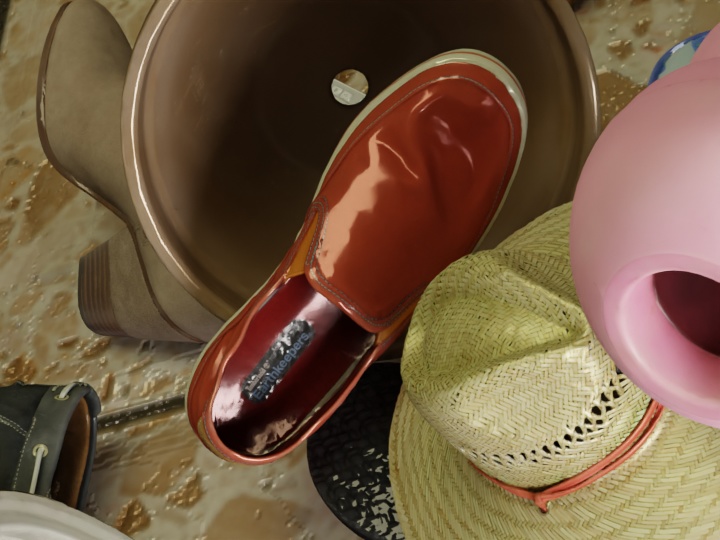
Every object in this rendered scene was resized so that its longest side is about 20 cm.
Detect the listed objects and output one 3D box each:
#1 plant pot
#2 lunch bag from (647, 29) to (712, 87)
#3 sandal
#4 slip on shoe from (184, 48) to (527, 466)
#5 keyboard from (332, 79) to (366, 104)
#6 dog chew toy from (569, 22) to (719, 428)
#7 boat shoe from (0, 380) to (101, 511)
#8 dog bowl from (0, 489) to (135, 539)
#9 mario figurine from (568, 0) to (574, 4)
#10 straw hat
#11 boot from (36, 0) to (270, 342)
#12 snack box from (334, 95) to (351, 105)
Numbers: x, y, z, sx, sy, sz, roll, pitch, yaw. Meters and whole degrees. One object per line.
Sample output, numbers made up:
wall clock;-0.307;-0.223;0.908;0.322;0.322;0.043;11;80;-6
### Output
plant pot;-0.003;-0.070;0.936;0.200;0.202;0.093;-30;18;5
lunch bag;0.182;-0.017;0.873;0.160;0.083;0.201;-8;48;31
sandal;0.058;0.100;0.878;0.199;0.045;0.075;25;72;31
slip on shoe;0.000;0.000;0.878;0.200;0.074;0.061;-51;12;8
keyboard;0.010;-0.051;1.063;0.056;0.011;0.200;-47;43;-12
dog chew toy;0.152;-0.039;0.733;0.124;0.125;0.200;5;40;35
boat shoe;-0.143;0.133;0.953;0.067;0.072;0.201;-4;51;-3
dog bowl;-0.096;0.176;0.798;0.074;0.200;0.200;-47;41;13
mario figurine;0.041;-0.213;1.110;0.106;0.123;0.200;-47;45;14
straw hat;0.063;0.036;0.797;0.200;0.085;0.203;-23;52;32
boot;-0.083;-0.060;1.053;0.146;0.070;0.202;-21;71;38
snack box;-0.014;-0.043;1.050;0.200;0.024;0.072;32;86;45
